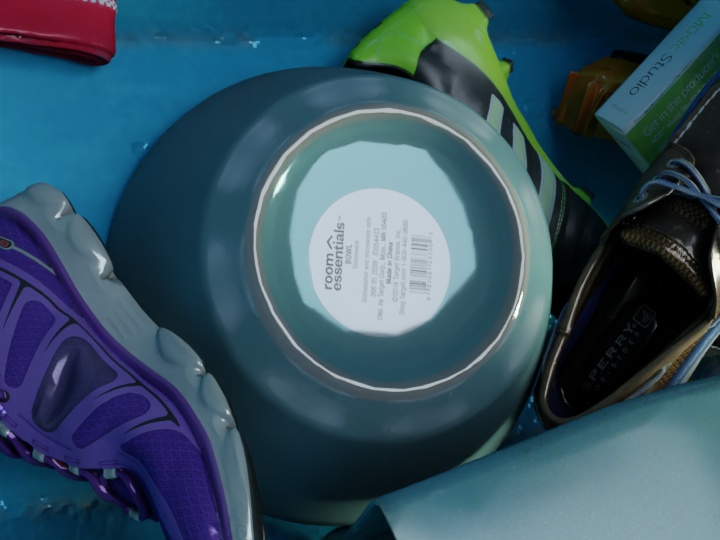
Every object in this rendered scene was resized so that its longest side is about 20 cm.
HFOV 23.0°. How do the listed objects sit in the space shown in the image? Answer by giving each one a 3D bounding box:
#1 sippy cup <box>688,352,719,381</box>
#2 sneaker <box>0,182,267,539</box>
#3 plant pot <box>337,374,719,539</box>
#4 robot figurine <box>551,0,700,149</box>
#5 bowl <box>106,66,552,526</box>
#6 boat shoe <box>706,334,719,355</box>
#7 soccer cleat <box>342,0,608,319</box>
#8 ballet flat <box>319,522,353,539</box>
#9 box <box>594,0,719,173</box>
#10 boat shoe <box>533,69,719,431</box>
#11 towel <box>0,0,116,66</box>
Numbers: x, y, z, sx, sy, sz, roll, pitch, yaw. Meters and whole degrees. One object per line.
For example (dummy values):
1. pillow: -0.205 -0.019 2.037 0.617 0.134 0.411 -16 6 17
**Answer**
1. sippy cup: 0.187 0.094 0.823 0.176 0.131 0.141 19 110 -8
2. sneaker: -0.103 0.057 0.666 0.083 0.081 0.200 -31 57 -21
3. plant pot: 0.112 0.121 0.663 0.198 0.141 0.143 -23 78 -15
4. robot figurine: 0.200 -0.104 0.904 0.198 0.058 0.147 6 108 -26
5. bowl: 0.000 0.000 0.722 0.198 0.105 0.203 3 79 -14
6. boat shoe: 0.236 0.014 0.771 0.067 0.197 0.070 -92 171 -45
7. soccer cleat: 0.063 -0.032 0.830 0.081 0.067 0.201 -33 92 -22
8. ballet flat: -0.046 0.183 0.719 0.199 0.067 0.073 -36 116 -37
9. box: 0.224 -0.061 0.879 0.144 0.036 0.200 -46 122 0
10. boat shoe: 0.139 -0.010 0.740 0.072 0.072 0.201 30 96 17
11. towel: -0.165 -0.190 0.739 0.143 0.022 0.203 6 76 -32
